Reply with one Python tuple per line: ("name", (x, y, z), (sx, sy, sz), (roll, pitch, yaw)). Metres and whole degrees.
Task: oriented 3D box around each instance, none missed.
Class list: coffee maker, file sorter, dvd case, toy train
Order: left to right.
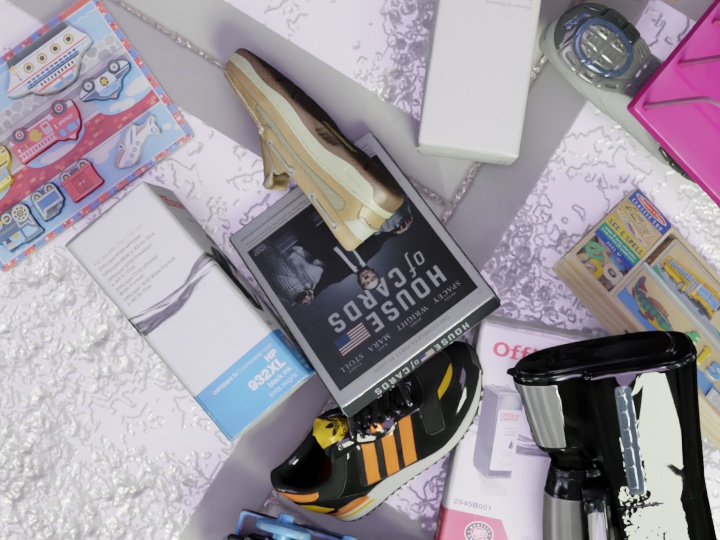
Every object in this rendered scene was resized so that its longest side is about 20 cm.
("toy train", (-0.017, 0.250, 1.435), (0.200, 0.114, 0.087), (15, 86, 3))
("dvd case", (0.000, 0.000, 1.431), (0.150, 0.025, 0.200), (-37, 55, 2))
("coffee maker", (0.218, 0.149, 1.331), (0.192, 0.135, 0.200), (-10, 100, -15))
("file sorter", (0.338, -0.153, 1.373), (0.139, 0.125, 0.200), (44, 77, -16))

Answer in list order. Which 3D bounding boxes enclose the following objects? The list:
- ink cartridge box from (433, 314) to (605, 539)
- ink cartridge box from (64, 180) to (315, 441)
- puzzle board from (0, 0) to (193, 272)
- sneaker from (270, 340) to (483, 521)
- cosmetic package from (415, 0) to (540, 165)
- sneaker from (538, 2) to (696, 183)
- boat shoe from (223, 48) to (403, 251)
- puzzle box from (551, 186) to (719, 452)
("ink cartridge box", (0.147, 0.145, 1.442), (0.145, 0.085, 0.200), (11, 88, 3))
("ink cartridge box", (-0.129, 0.031, 1.427), (0.084, 0.145, 0.200), (-41, 88, 2))
("puzzle board", (-0.263, -0.116, 1.500), (0.200, 0.017, 0.151), (-36, 88, 2))
("sneaker", (0.011, 0.126, 1.411), (0.200, 0.090, 0.070), (-46, 48, 27))
("cosmetic package", (0.098, -0.190, 1.435), (0.085, 0.108, 0.200), (7, 91, 1))
("sneaker", (0.227, -0.145, 1.446), (0.200, 0.087, 0.075), (42, 85, -16))
("boat shoe", (-0.056, -0.096, 1.443), (0.076, 0.072, 0.200), (-49, 62, 13))
("puzzle box", (0.254, 0.037, 1.420), (0.200, 0.133, 0.025), (47, 132, 2))
